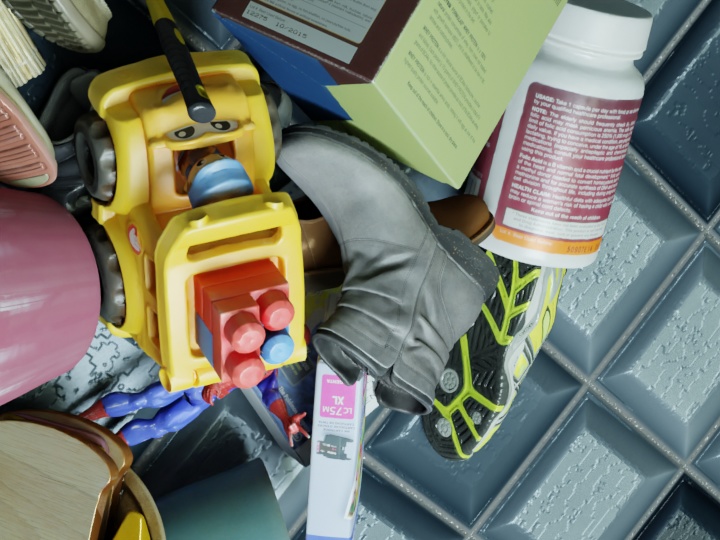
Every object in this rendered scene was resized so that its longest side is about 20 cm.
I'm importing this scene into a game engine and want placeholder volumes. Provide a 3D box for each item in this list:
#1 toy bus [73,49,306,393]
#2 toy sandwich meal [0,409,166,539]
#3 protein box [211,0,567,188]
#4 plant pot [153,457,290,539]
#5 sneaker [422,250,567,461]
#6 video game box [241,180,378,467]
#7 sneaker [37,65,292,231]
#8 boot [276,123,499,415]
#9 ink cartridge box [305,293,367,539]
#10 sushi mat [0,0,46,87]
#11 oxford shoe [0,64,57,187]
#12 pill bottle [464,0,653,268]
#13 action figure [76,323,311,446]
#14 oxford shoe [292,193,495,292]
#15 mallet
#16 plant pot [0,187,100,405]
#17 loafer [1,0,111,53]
[{"bbox_3d":[-0.096,-0.019,1.412,0.136,0.192,0.200,-12,122,-19],"label":"toy bus"},{"bbox_3d":[-0.225,0.200,1.527,0.205,0.205,0.070,-57,159,2],"label":"toy sandwich meal"},{"bbox_3d":[0.034,-0.198,1.478,0.200,0.135,0.199,-60,155,-7],"label":"protein box"},{"bbox_3d":[-0.125,0.256,1.621,0.161,0.201,0.201,-15,121,-7],"label":"plant pot"},{"bbox_3d":[0.116,0.069,1.764,0.076,0.075,0.200,-1,121,-51],"label":"sneaker"},{"bbox_3d":[-0.025,0.025,1.665,0.182,0.047,0.200,-42,129,-13],"label":"video game box"},{"bbox_3d":[-0.143,-0.100,1.503,0.200,0.075,0.114,-32,129,-14],"label":"sneaker"},{"bbox_3d":[0.000,0.000,1.508,0.200,0.070,0.132,39,62,-13],"label":"boot"},{"bbox_3d":[-0.017,0.131,1.619,0.042,0.119,0.200,7,114,1],"label":"ink cartridge box"},{"bbox_3d":[-0.286,-0.183,1.409,0.096,0.012,0.200,-37,128,-13],"label":"sushi mat"},{"bbox_3d":[-0.251,-0.133,1.396,0.200,0.071,0.074,56,36,-41],"label":"oxford shoe"},{"bbox_3d":[0.152,-0.112,1.673,0.114,0.114,0.200,2,111,-35],"label":"pill bottle"},{"bbox_3d":[-0.118,0.103,1.573,0.200,0.099,0.065,-30,127,0],"label":"action figure"},{"bbox_3d":[0.013,-0.036,1.590,0.200,0.071,0.071,-12,112,-28],"label":"oxford shoe"},{"bbox_3d":[-0.136,-0.166,1.405,0.066,0.200,0.041,28,116,-33],"label":"mallet"},{"bbox_3d":[-0.276,0.020,1.411,0.179,0.200,0.200,-10,119,-48],"label":"plant pot"},{"bbox_3d":[-0.213,-0.222,1.395,0.067,0.076,0.200,-51,133,-21],"label":"loafer"}]
